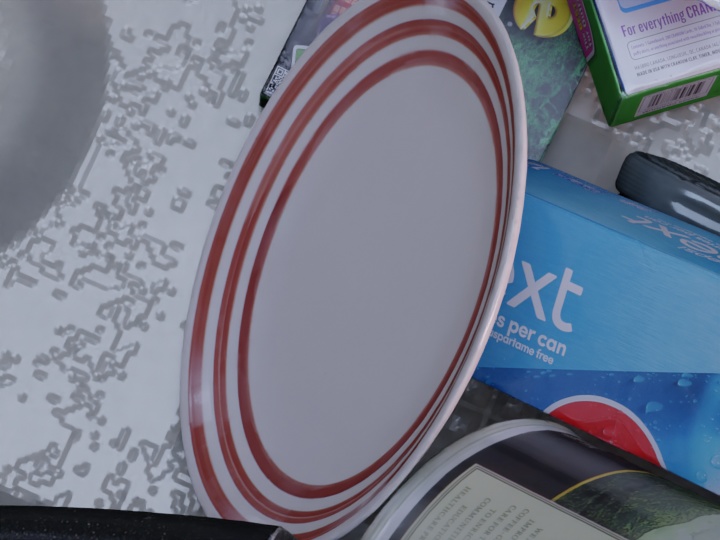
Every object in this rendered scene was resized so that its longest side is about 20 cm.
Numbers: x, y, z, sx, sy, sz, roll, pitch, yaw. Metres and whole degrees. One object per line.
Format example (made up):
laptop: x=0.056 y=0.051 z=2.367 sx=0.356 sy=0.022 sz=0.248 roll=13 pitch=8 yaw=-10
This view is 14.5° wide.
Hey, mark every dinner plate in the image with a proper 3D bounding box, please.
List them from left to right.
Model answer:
dinner plate: x=0.000 y=0.000 z=0.937 sx=0.024 sy=0.200 sz=0.201 roll=21 pitch=76 yaw=-30

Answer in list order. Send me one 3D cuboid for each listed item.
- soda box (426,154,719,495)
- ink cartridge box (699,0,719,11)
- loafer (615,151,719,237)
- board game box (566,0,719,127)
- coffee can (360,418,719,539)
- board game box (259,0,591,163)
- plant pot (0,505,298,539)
soda box: x=0.107 y=0.025 z=0.926 sx=0.200 sy=0.064 sz=0.068 roll=25 pitch=105 yaw=33
ink cartridge box: x=0.079 y=-0.210 z=0.981 sx=0.200 sy=0.043 sz=0.198 roll=28 pitch=78 yaw=6
loafer: x=0.172 y=0.027 z=0.994 sx=0.200 sy=0.072 sz=0.063 roll=27 pitch=99 yaw=4
board game box: x=0.132 y=-0.169 z=1.018 sx=0.153 sy=0.040 sz=0.201 roll=-16 pitch=79 yaw=-6
coffee can: x=0.102 y=0.147 z=0.856 sx=0.200 sy=0.146 sz=0.147 roll=24 pitch=76 yaw=41
board game box: x=0.052 y=-0.127 z=1.039 sx=0.105 sy=0.023 sz=0.200 roll=25 pitch=79 yaw=1
plant pot: x=-0.113 y=0.172 z=0.895 sx=0.177 sy=0.200 sz=0.200 roll=12 pitch=78 yaw=15
